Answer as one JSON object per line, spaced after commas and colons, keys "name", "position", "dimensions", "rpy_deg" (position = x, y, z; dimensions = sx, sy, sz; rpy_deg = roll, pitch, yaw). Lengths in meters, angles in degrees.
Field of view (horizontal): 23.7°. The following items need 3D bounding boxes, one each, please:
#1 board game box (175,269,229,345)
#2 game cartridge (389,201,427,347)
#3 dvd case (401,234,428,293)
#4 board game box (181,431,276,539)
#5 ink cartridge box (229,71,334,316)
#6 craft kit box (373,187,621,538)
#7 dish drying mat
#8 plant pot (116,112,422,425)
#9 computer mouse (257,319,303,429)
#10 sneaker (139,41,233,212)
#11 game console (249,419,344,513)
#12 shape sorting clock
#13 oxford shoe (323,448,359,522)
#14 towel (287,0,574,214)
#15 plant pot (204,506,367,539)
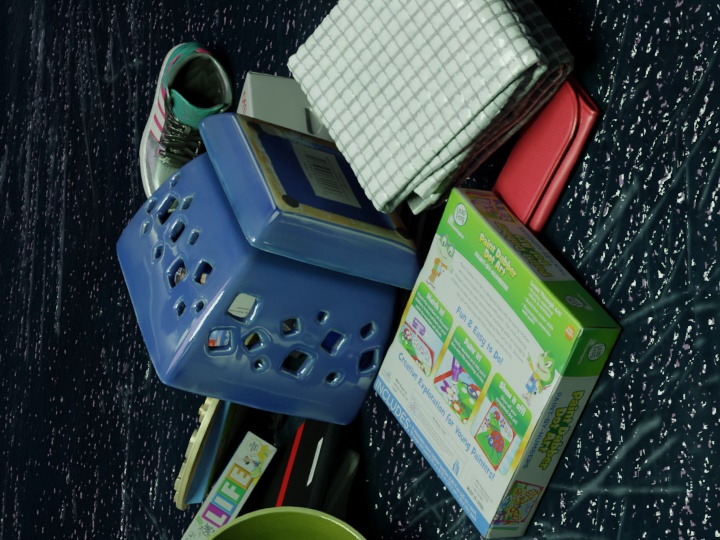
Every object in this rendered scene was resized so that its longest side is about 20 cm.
{"name": "board game box", "position": [-0.174, 0.043, 1.917], "dimensions": [0.200, 0.034, 0.136], "rpy_deg": [37, 115, 60]}
{"name": "game cartridge", "position": [0.006, -0.023, 1.552], "dimensions": [0.133, 0.041, 0.201], "rpy_deg": [27, 107, 57]}
{"name": "dvd case", "position": [0.000, 0.000, 1.612], "dimensions": [0.200, 0.016, 0.149], "rpy_deg": [-56, 38, 40]}
{"name": "board game box", "position": [-0.150, 0.253, 1.700], "dimensions": [0.135, 0.034, 0.200], "rpy_deg": [-59, 1, -31]}
{"name": "ink cartridge box", "position": [-0.090, -0.071, 1.684], "dimensions": [0.145, 0.084, 0.201], "rpy_deg": [-100, 23, -49]}
{"name": "craft kit box", "position": [0.100, 0.070, 1.349], "dimensions": [0.200, 0.048, 0.199], "rpy_deg": [52, 132, 46]}
{"name": "dish drying mat", "position": [0.130, -0.063, 1.373], "dimensions": [0.201, 0.018, 0.077], "rpy_deg": [-66, 31, 30]}
{"name": "plant pot", "position": [-0.071, -0.010, 1.460], "dimensions": [0.180, 0.199, 0.200], "rpy_deg": [-58, 36, 26]}
{"name": "computer mouse", "position": [-0.070, 0.081, 1.692], "dimensions": [0.059, 0.034, 0.201], "rpy_deg": [41, 138, 24]}
{"name": "sneaker", "position": [-0.199, -0.168, 1.977], "dimensions": [0.121, 0.083, 0.202], "rpy_deg": [-178, 96, -72]}
{"name": "game console", "position": [-0.064, 0.220, 1.594], "dimensions": [0.177, 0.031, 0.201], "rpy_deg": [-50, 17, 41]}
{"name": "shape sorting clock", "position": [-0.143, 0.146, 1.725], "dimensions": [0.200, 0.039, 0.201], "rpy_deg": [19, -90, -85]}
{"name": "oxford shoe", "position": [-0.038, 0.261, 1.584], "dimensions": [0.075, 0.057, 0.201], "rpy_deg": [-177, 109, -85]}
{"name": "towel", "position": [0.057, -0.161, 1.364], "dimensions": [0.200, 0.085, 0.166], "rpy_deg": [-45, 68, 34]}
{"name": "plant pot", "position": [-0.053, 0.325, 1.450], "dimensions": [0.200, 0.186, 0.188], "rpy_deg": [78, -178, -59]}
